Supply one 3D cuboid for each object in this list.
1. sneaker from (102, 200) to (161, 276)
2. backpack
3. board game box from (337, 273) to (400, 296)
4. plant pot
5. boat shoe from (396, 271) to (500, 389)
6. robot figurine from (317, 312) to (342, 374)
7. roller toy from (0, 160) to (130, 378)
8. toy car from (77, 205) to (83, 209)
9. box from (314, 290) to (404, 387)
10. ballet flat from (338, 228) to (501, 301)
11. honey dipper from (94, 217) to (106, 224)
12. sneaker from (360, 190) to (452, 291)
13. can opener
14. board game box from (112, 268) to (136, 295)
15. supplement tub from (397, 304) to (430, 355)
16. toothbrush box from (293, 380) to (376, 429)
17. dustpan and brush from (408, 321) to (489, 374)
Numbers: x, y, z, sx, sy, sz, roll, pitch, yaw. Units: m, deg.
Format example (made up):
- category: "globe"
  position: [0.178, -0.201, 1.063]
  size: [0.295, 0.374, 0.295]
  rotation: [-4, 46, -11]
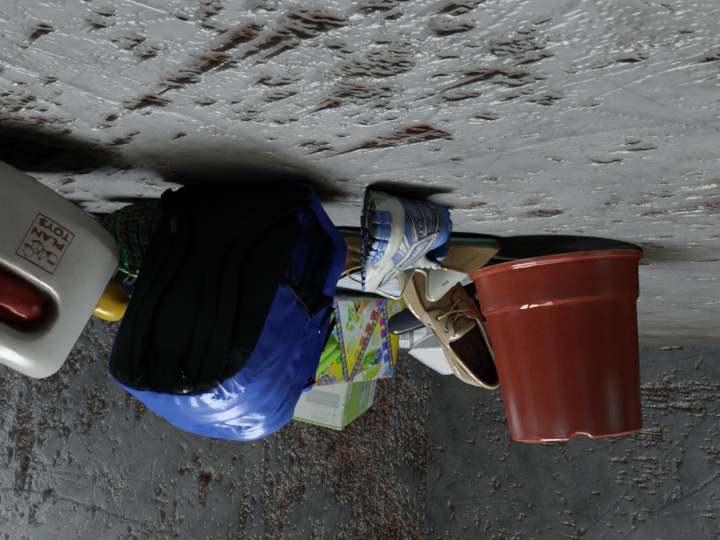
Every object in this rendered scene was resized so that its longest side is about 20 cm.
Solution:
- category: "sneaker"
  position: [-0.167, -0.024, 0.862]
  size: [0.198, 0.079, 0.085]
  rotation: [4, 174, -8]
- category: "backpack"
  position: [-0.101, 0.045, 0.716]
  size: [0.161, 0.201, 0.168]
  rotation: [-3, 142, 29]
- category: "board game box"
  position: [0.000, 0.000, 1.108]
  size: [0.198, 0.042, 0.199]
  rotation: [6, 172, -16]
- category: "plant pot"
  position: [0.234, 0.090, 0.957]
  size: [0.199, 0.197, 0.201]
  rotation: [-6, 172, -1]
- category: "boat shoe"
  position: [0.113, 0.056, 1.002]
  size: [0.071, 0.201, 0.064]
  rotation: [-38, -160, -11]
- category: "robot figurine"
  position: [-0.111, 0.039, 0.977]
  size: [0.200, 0.116, 0.176]
  rotation: [48, 176, 15]
- category: "roller toy"
  position: [-0.290, -0.012, 0.656]
  size: [0.199, 0.140, 0.183]
  rotation: [25, 165, 4]
- category: "toy car"
  position: [-0.358, 0.003, 0.890]
  size: [0.199, 0.178, 0.184]
  rotation: [-15, 152, 29]
- category: "box"
  position: [-0.076, 0.080, 1.230]
  size: [0.199, 0.123, 0.192]
  rotation: [15, -171, 42]
- category: "ballet flat"
  position: [0.055, -0.003, 0.926]
  size: [0.198, 0.073, 0.068]
  rotation: [4, 172, 0]
- category: "honey dipper"
  position: [-0.206, -0.040, 0.932]
  size: [0.198, 0.038, 0.038]
  rotation: [1, 173, 6]
- category: "sneaker"
  position: [0.043, -0.022, 0.785]
  size: [0.084, 0.078, 0.200]
  rotation: [0, 174, -3]
- category: "can opener"
  position: [0.129, 0.043, 1.093]
  size: [0.198, 0.079, 0.063]
  rotation: [-17, 175, -2]
- category: "board game box"
  position: [-0.262, 0.023, 0.998]
  size: [0.199, 0.035, 0.136]
  rotation: [24, 163, 47]
- category: "supplement tub"
  position: [0.026, 0.077, 1.393]
  size: [0.198, 0.124, 0.123]
  rotation: [2, 173, 9]
- category: "toothbrush box"
  position: [-0.065, 0.178, 1.332]
  size: [0.144, 0.087, 0.200]
  rotation: [11, -174, 13]
- category: "dustpan and brush"
  position: [0.179, 0.090, 1.103]
  size: [0.199, 0.058, 0.139]
  rotation: [-8, 157, 26]
